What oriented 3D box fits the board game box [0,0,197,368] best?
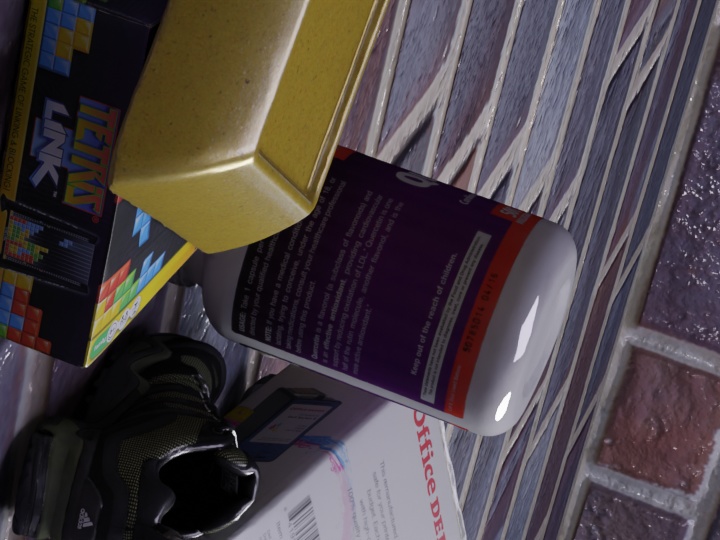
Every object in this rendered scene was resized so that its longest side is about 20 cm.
[{"bbox_3d":[-0.088,-0.076,1.196,0.200,0.057,0.165,-52,161,-57],"label":"board game box"}]

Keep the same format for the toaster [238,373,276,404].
[{"bbox_3d":[-0.046,0.169,1.696,0.129,0.114,0.200,-58,163,-32],"label":"toaster"}]

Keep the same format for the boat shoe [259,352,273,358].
[{"bbox_3d":[-0.038,0.017,1.541,0.200,0.074,0.069,50,61,-84],"label":"boat shoe"}]

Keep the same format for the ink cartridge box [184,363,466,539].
[{"bbox_3d":[-0.034,0.149,1.455,0.200,0.087,0.145,-37,125,-45],"label":"ink cartridge box"}]

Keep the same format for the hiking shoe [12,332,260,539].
[{"bbox_3d":[-0.094,0.094,1.355,0.200,0.101,0.076,-47,156,-63],"label":"hiking shoe"}]

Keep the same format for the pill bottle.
[{"bbox_3d":[0.000,0.000,1.378,0.112,0.200,0.113,21,90,-79],"label":"pill bottle"}]

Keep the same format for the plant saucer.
[{"bbox_3d":[-0.030,-0.106,1.162,0.200,0.048,0.200,40,70,-78],"label":"plant saucer"}]
